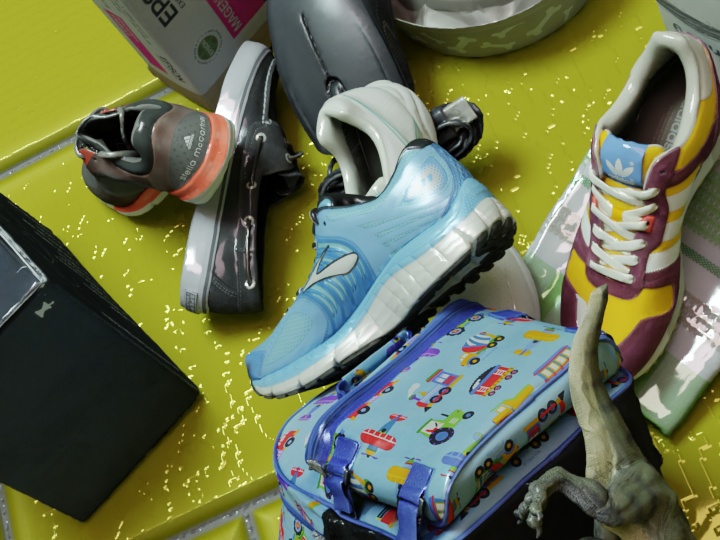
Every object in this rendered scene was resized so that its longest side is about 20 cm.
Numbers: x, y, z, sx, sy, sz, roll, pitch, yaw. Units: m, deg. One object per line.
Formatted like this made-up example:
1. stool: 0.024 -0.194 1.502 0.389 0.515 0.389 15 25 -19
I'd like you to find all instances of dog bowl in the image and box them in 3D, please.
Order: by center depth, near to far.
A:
1. dog bowl: 0.086 -0.238 1.016 0.198 0.059 0.202 -9 63 18

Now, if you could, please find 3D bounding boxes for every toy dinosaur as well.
1. toy dinosaur: 0.119 0.116 0.703 0.088 0.202 0.047 -29 12 -18

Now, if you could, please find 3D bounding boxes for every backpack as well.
1. backpack: 0.039 0.103 0.796 0.182 0.136 0.199 -34 29 -28

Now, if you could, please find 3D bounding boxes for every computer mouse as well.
1. computer mouse: -0.011 -0.141 0.964 0.138 0.052 0.202 -31 70 31

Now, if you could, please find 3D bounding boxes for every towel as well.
1. towel: 0.182 -0.025 0.867 0.149 0.031 0.201 37 96 33

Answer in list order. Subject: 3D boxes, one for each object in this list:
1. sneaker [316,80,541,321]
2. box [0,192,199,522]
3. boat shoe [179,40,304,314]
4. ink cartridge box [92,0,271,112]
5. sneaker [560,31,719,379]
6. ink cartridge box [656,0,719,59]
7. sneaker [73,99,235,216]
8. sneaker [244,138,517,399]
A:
1. sneaker: 0.034 -0.023 0.885 0.070 0.080 0.201 -39 78 30
2. box: -0.237 0.031 0.932 0.124 0.200 0.196 -48 58 -4
3. boat shoe: -0.071 -0.062 0.993 0.065 0.070 0.202 9 64 4
4. ink cartridge box: -0.113 -0.232 1.008 0.075 0.200 0.165 33 81 32
5. sneaker: 0.150 -0.036 0.823 0.074 0.090 0.202 14 86 31
6. ink cartridge box: 0.243 -0.164 0.836 0.146 0.200 0.084 38 86 32
7. sneaker: -0.156 -0.088 0.984 0.199 0.081 0.078 -4 68 58
8. sneaker: 0.000 0.000 0.843 0.200 0.078 0.090 -42 73 30
